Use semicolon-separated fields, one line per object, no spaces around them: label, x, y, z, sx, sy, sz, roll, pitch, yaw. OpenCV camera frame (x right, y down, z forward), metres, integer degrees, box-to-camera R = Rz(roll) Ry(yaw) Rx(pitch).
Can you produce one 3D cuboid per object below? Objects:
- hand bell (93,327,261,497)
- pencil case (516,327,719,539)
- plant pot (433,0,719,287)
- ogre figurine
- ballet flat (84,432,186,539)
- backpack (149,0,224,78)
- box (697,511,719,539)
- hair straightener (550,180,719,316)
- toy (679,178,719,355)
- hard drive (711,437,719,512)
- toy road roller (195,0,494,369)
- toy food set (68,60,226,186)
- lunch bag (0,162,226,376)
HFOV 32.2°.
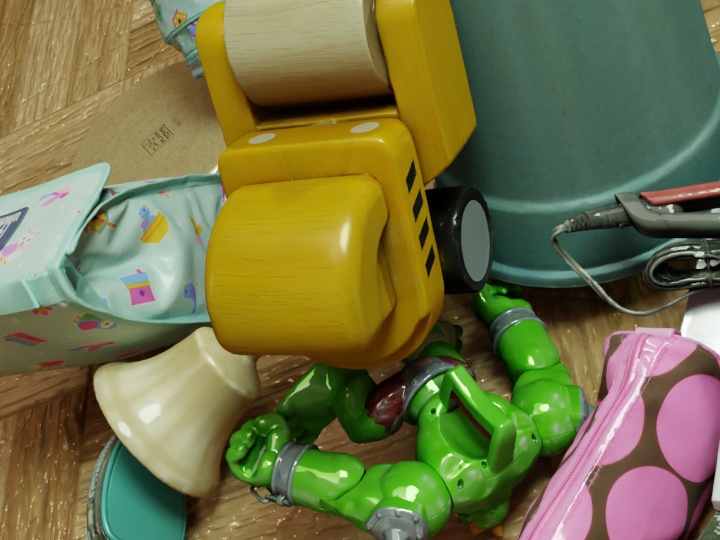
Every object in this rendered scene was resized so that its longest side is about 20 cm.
hand bell;-0.055;0.031;0.751;0.200;0.104;0.104;-43;43;9
pencil case;0.111;0.118;0.595;0.090;0.094;0.201;6;57;53
plant pot;0.109;-0.132;0.701;0.198;0.197;0.201;-14;40;12
ogre figurine;0.038;0.080;0.669;0.199;0.099;0.120;-10;35;-36
ballet flat;-0.139;0.183;0.739;0.072;0.072;0.201;-28;44;12
backpack;-0.071;-0.221;0.924;0.166;0.127;0.200;-30;0;35
box;0.237;0.152;0.523;0.199;0.038;0.137;26;73;44
hair straightener;0.193;-0.015;0.614;0.198;0.041;0.078;-5;66;14
toy;0.249;-0.034;0.655;0.114;0.047;0.202;10;72;28
hard drive;0.236;0.017;0.549;0.131;0.025;0.202;5;68;24
toy road roller;-0.018;-0.044;0.614;0.122;0.202;0.146;-3;25;25
toy food set;-0.144;-0.088;0.970;0.199;0.049;0.199;22;70;43
lunch bag;-0.190;0.003;0.810;0.169;0.200;0.123;-12;91;28
